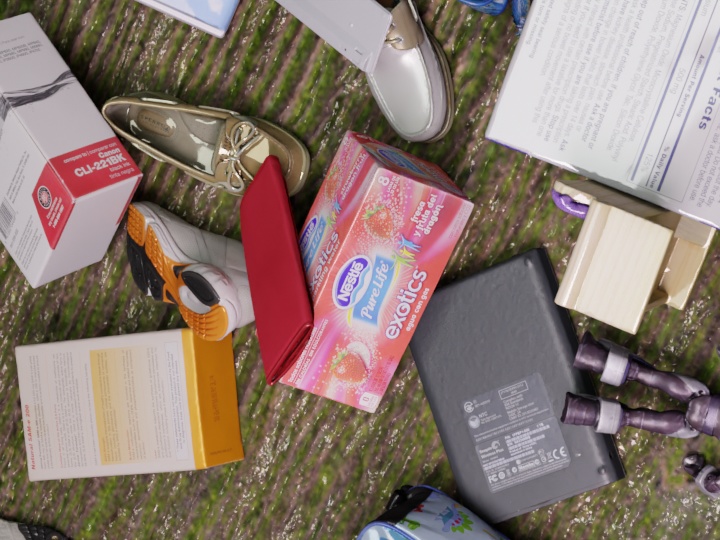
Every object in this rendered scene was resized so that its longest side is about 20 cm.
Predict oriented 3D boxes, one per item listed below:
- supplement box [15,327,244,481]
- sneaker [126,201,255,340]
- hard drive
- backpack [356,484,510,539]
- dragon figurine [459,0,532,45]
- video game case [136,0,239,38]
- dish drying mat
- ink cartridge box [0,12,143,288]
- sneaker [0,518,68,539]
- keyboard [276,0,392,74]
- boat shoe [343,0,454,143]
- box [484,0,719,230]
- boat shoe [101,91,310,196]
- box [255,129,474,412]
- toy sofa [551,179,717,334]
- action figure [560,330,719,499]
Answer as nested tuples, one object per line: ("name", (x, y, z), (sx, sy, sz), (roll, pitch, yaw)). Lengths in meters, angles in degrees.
("supplement box", (-0.211, 0.121, 1.659), (0.198, 0.073, 0.128), (-6, 90, 27))
("sneaker", (-0.139, -0.005, 1.626), (0.200, 0.091, 0.076), (41, 134, 42))
("hard drive", (0.122, 0.099, 1.511), (0.139, 0.033, 0.202), (-23, 82, 26))
("backpack", (0.072, 0.304, 1.474), (0.199, 0.147, 0.184), (29, 120, 15))
("dragon figurine", (0.095, -0.246, 1.499), (0.198, 0.059, 0.101), (18, 99, 24))
("video game case", (-0.176, -0.328, 1.597), (0.198, 0.022, 0.183), (23, 104, -11))
("dish drying mat", (-0.071, -0.003, 1.519), (0.077, 0.018, 0.201), (-54, 35, 35))
("ink cartridge box", (-0.302, -0.111, 1.664), (0.201, 0.083, 0.145), (53, 141, 15))
("sneaker", (-0.335, 0.280, 1.740), (0.198, 0.072, 0.073), (21, 135, 19))
("keyboard", (-0.045, -0.240, 1.539), (0.200, 0.011, 0.057), (42, 119, 33))
("boat shoe", (0.018, -0.202, 1.534), (0.074, 0.068, 0.202), (-24, 81, 26))
("box", (0.221, -0.156, 1.387), (0.198, 0.105, 0.186), (22, 102, 8))
("boat shoe", (-0.138, -0.114, 1.620), (0.199, 0.063, 0.074), (24, 102, 24))
("box", (0.000, 0.000, 1.515), (0.202, 0.094, 0.103), (-64, 24, 15))
("toy sofa", (0.199, -0.016, 1.376), (0.097, 0.200, 0.084), (23, 102, 18))
("action figure", (0.261, 0.107, 1.423), (0.198, 0.069, 0.132), (16, 92, 11))
